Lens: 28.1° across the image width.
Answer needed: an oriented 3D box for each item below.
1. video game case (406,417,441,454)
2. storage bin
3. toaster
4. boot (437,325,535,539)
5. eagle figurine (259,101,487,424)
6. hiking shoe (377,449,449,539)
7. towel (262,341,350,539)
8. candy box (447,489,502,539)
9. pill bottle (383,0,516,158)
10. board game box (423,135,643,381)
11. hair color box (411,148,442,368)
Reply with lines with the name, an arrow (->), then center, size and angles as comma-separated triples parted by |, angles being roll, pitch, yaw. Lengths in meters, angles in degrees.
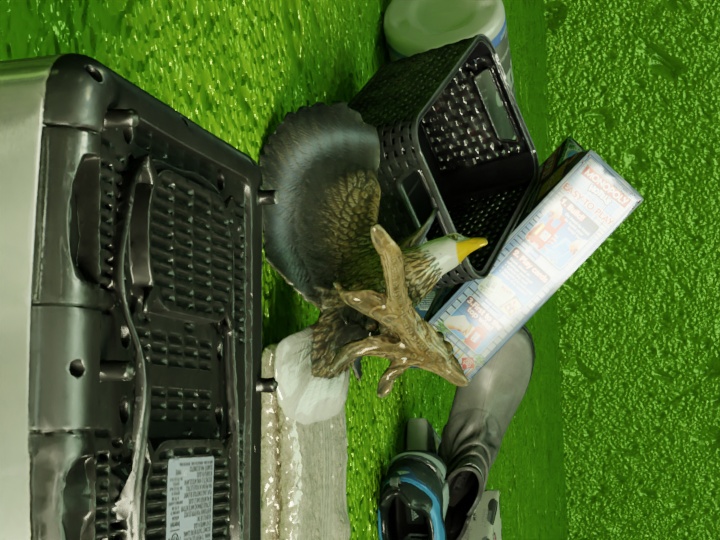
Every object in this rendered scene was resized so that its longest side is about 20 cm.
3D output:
video game case -> 0.069, 0.264, 1.427 | 0.182, 0.023, 0.201 | 57, 33, -67
storage bin -> 0.055, -0.082, 1.118 | 0.135, 0.094, 0.200 | 65, 32, -21
toaster -> -0.105, 0.037, 0.454 | 0.200, 0.118, 0.181 | 24, 64, -77
boot -> 0.110, 0.151, 1.320 | 0.132, 0.070, 0.200 | -67, 169, -62
eagle figurine -> 0.007, -0.001, 0.919 | 0.200, 0.151, 0.152 | -123, -136, -57
hiking shoe -> 0.048, 0.261, 1.256 | 0.087, 0.074, 0.200 | -37, 115, -66
towel -> -0.036, 0.147, 0.944 | 0.133, 0.034, 0.201 | 19, 70, -77
candy box -> 0.105, 0.332, 1.395 | 0.136, 0.061, 0.200 | -63, 150, -63
pill bottle -> 0.091, -0.167, 1.371 | 0.200, 0.113, 0.114 | 76, 18, -45
board game box -> 0.150, -0.030, 1.196 | 0.062, 0.200, 0.200 | 42, 28, -5
hair color box -> 0.055, -0.007, 1.306 | 0.200, 0.060, 0.100 | 74, 22, -48
